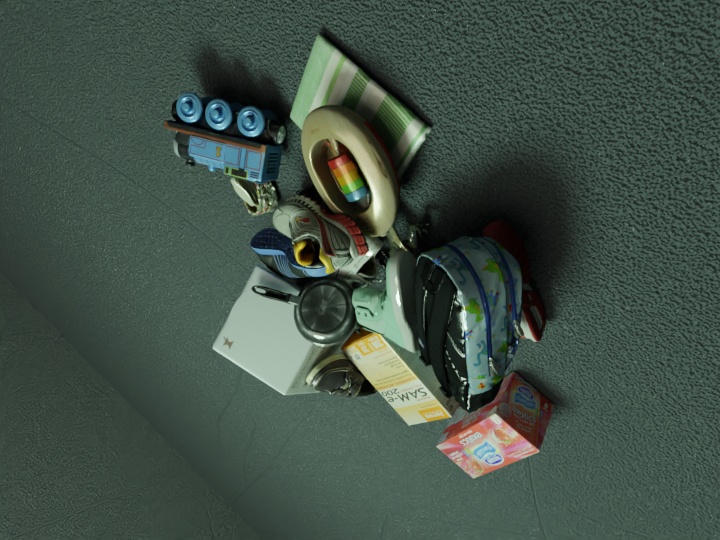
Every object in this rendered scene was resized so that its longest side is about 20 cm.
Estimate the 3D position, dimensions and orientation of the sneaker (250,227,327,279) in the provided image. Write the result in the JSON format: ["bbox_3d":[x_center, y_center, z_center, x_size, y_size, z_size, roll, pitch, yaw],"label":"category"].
[{"bbox_3d":[-0.104,-0.019,0.874,0.199,0.070,0.078,19,153,42],"label":"sneaker"}]

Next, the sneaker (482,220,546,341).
[{"bbox_3d":[0.187,0.024,0.749,0.114,0.078,0.202,-5,121,40],"label":"sneaker"}]

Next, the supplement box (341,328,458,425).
[{"bbox_3d":[0.076,0.176,0.921,0.200,0.074,0.126,48,141,-8],"label":"supplement box"}]

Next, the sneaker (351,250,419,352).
[{"bbox_3d":[0.030,0.040,0.758,0.117,0.074,0.202,18,143,25],"label":"sneaker"}]

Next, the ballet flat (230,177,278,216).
[{"bbox_3d":[-0.210,-0.185,0.900,0.075,0.064,0.202,-9,118,43],"label":"ballet flat"}]

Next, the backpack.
[{"bbox_3d":[0.135,0.052,0.672,0.201,0.152,0.164,63,177,-37],"label":"backpack"}]

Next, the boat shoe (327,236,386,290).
[{"bbox_3d":[0.003,-0.004,0.864,0.086,0.075,0.203,39,150,8],"label":"boat shoe"}]

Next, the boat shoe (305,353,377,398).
[{"bbox_3d":[-0.023,0.203,0.953,0.072,0.199,0.065,-49,61,10],"label":"boat shoe"}]

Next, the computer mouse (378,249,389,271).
[{"bbox_3d":[0.032,-0.055,0.846,0.058,0.034,0.201,14,143,54],"label":"computer mouse"}]

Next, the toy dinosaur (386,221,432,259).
[{"bbox_3d":[0.071,-0.029,0.776,0.088,0.047,0.203,-10,97,53],"label":"toy dinosaur"}]

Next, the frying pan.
[{"bbox_3d":[-0.084,0.041,0.846,0.189,0.115,0.031,38,175,16],"label":"frying pan"}]

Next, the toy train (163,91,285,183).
[{"bbox_3d":[-0.216,-0.211,0.821,0.197,0.087,0.116,15,104,10],"label":"toy train"}]

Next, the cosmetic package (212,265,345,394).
[{"bbox_3d":[-0.131,0.117,0.961,0.165,0.169,0.200,28,177,18],"label":"cosmetic package"}]

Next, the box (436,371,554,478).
[{"bbox_3d":[0.237,0.280,0.919,0.094,0.103,0.200,39,139,3],"label":"box"}]

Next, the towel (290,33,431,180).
[{"bbox_3d":[-0.007,-0.213,0.740,0.200,0.023,0.153,41,140,4],"label":"towel"}]

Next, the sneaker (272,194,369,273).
[{"bbox_3d":[-0.079,-0.054,0.763,0.199,0.082,0.078,25,145,48],"label":"sneaker"}]

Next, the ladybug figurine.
[{"bbox_3d":[-0.005,-0.141,0.726,0.135,0.072,0.202,-6,119,43],"label":"ladybug figurine"}]

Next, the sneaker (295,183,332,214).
[{"bbox_3d":[-0.083,-0.107,0.856,0.082,0.073,0.201,37,140,4],"label":"sneaker"}]
